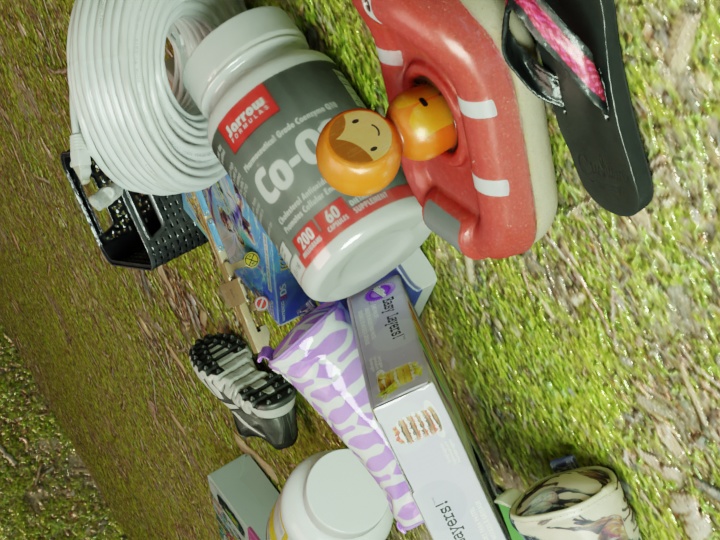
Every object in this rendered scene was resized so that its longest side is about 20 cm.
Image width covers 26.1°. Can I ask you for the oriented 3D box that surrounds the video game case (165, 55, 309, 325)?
[{"bbox_3d":[-0.112,-0.075,1.426,0.181,0.045,0.201,50,156,33],"label":"video game case"}]

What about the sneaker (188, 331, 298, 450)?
[{"bbox_3d":[-0.127,0.137,1.698,0.200,0.066,0.091,32,142,51],"label":"sneaker"}]

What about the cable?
[{"bbox_3d":[-0.151,-0.160,1.212,0.069,0.200,0.202,1,105,28],"label":"cable"}]

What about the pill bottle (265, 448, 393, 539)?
[{"bbox_3d":[-0.028,0.241,1.524,0.112,0.111,0.200,57,159,13],"label":"pill bottle"}]

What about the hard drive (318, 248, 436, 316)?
[{"bbox_3d":[0.000,0.000,1.275,0.132,0.025,0.200,57,159,16],"label":"hard drive"}]

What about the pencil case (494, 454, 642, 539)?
[{"bbox_3d":[0.167,0.232,1.083,0.089,0.078,0.201,-2,116,49],"label":"pencil case"}]

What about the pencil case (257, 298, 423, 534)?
[{"bbox_3d":[0.005,0.118,1.273,0.200,0.085,0.084,50,-164,-5],"label":"pencil case"}]

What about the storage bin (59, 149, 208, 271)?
[{"bbox_3d":[-0.231,-0.083,1.635,0.200,0.093,0.136,5,120,66],"label":"storage bin"}]

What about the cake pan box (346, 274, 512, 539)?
[{"bbox_3d":[0.055,0.127,1.125,0.184,0.052,0.201,-99,-15,-67],"label":"cake pan box"}]

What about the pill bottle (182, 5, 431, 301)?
[{"bbox_3d":[-0.042,-0.088,1.139,0.201,0.113,0.114,55,159,17],"label":"pill bottle"}]

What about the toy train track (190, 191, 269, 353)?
[{"bbox_3d":[-0.118,-0.025,1.402,0.201,0.032,0.115,68,166,-2],"label":"toy train track"}]

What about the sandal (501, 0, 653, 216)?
[{"bbox_3d":[0.108,-0.115,0.840,0.075,0.045,0.201,21,134,63],"label":"sandal"}]

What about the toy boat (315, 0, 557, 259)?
[{"bbox_3d":[0.032,-0.089,0.930,0.130,0.130,0.201,39,150,51],"label":"toy boat"}]

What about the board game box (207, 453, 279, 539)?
[{"bbox_3d":[-0.120,0.348,1.953,0.148,0.064,0.201,48,156,35],"label":"board game box"}]

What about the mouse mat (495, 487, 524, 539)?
[{"bbox_3d":[0.153,0.286,1.291,0.201,0.007,0.161,54,159,18],"label":"mouse mat"}]
